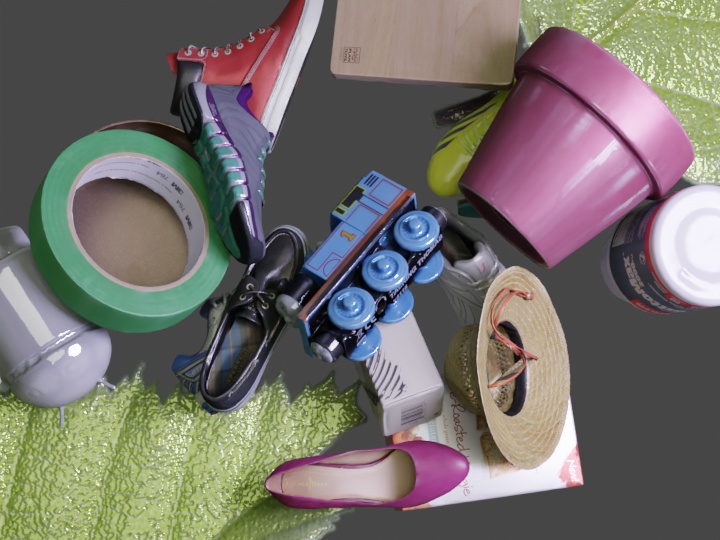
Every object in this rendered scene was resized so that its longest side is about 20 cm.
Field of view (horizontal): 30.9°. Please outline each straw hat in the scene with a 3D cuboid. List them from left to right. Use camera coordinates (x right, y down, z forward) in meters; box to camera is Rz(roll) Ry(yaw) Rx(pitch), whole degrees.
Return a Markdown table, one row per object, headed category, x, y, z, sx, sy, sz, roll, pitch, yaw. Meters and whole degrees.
| category | x | y | z | sx | sy | sz | roll | pitch | yaw |
| --- | --- | --- | --- | --- | --- | --- | --- | --- | --- |
| straw hat | 0.132 | 0.099 | 1.318 | 0.084 | 0.200 | 0.204 | -5 | 79 | 35 |

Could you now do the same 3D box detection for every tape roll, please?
| category | x | y | z | sx | sy | sz | roll | pitch | yaw |
| --- | --- | --- | --- | --- | --- | --- | --- | --- | --- |
| tape roll | -0.227 | -0.040 | 1.295 | 0.199 | 0.048 | 0.202 | 14 | 60 | -25 |

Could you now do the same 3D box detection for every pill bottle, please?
| category | x | y | z | sx | sy | sz | roll | pitch | yaw |
| --- | --- | --- | --- | --- | --- | --- | --- | --- | --- |
| pill bottle | 0.325 | -0.015 | 1.357 | 0.118 | 0.200 | 0.121 | 1 | 84 | -8 |

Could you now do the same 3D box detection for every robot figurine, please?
| category | x | y | z | sx | sy | sz | roll | pitch | yaw |
| --- | --- | --- | --- | --- | --- | --- | --- | --- | --- |
| robot figurine | -0.326 | 0.053 | 1.310 | 0.169 | 0.113 | 0.201 | -34 | 87 | 23 |

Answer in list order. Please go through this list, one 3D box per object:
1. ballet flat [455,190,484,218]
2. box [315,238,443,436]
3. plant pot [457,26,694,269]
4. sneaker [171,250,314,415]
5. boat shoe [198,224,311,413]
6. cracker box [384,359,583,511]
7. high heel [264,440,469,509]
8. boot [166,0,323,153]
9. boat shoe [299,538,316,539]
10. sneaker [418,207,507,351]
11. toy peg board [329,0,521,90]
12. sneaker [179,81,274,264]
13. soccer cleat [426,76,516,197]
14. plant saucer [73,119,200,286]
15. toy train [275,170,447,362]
| category | x | y | z | sx | sy | sz | roll | pitch | yaw |
| --- | --- | --- | --- | --- | --- | --- | --- | --- | --- |
| ballet flat | 0.194 | -0.089 | 1.426 | 0.198 | 0.072 | 0.073 | 2 | 81 | -15 |
| box | 0.018 | 0.060 | 1.336 | 0.068 | 0.082 | 0.201 | -19 | 60 | -9 |
| plant pot | 0.202 | -0.109 | 1.304 | 0.200 | 0.200 | 0.179 | 42 | 89 | 1 |
| sneaker | -0.123 | 0.047 | 1.359 | 0.085 | 0.077 | 0.201 | 36 | 78 | 4 |
| boat shoe | -0.104 | 0.047 | 1.298 | 0.068 | 0.057 | 0.202 | 20 | 83 | 12 |
| cracker box | 0.126 | 0.174 | 1.378 | 0.198 | 0.058 | 0.136 | -7 | 81 | -9 |
| high heel | 0.006 | 0.209 | 1.296 | 0.198 | 0.096 | 0.068 | -14 | 79 | 23 |
| boot | -0.127 | -0.245 | 1.405 | 0.143 | 0.072 | 0.202 | 22 | 83 | -2 |
| boat shoe | -0.005 | 0.359 | 1.331 | 0.072 | 0.068 | 0.201 | -36 | 86 | -9 |
| sneaker | 0.125 | 0.012 | 1.381 | 0.200 | 0.099 | 0.078 | 44 | 79 | 1 |
| toy peg board | 0.080 | -0.291 | 1.437 | 0.197 | 0.098 | 0.202 | 5 | 80 | 10 |
| sneaker | -0.113 | -0.106 | 1.316 | 0.087 | 0.074 | 0.202 | -11 | 73 | -28 |
| soccer cleat | 0.149 | -0.159 | 1.417 | 0.200 | 0.084 | 0.065 | -41 | 88 | -11 |
| plant saucer | -0.232 | -0.058 | 1.380 | 0.198 | 0.034 | 0.203 | 1 | 82 | -6 |
| toy train | 0.000 | 0.000 | 1.280 | 0.114 | 0.087 | 0.200 | 29 | 65 | 25 |
